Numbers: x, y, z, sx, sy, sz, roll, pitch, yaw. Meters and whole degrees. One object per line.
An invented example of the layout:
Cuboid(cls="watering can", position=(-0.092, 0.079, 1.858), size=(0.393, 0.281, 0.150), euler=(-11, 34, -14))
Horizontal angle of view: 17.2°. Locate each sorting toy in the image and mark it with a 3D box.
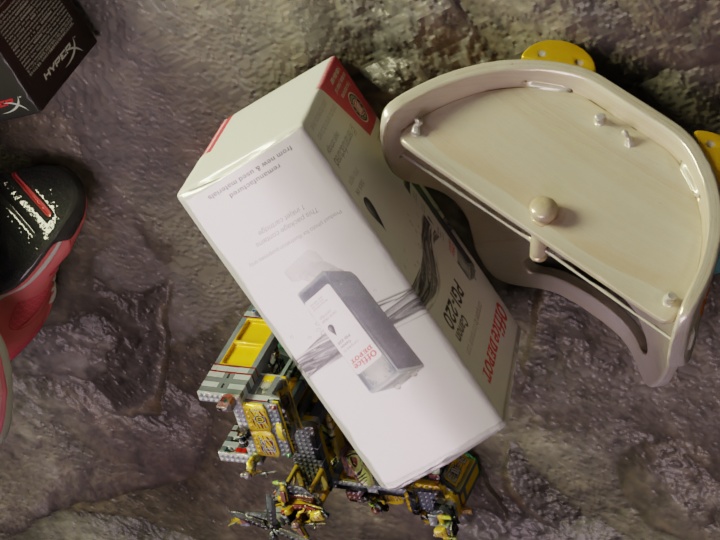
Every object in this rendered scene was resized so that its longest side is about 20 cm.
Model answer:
Cuboid(cls="sorting toy", position=(0.121, -0.014, 1.290), size=(0.200, 0.107, 0.180), euler=(36, 156, 22))

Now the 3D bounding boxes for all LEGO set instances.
Cuboid(cls="LEGO set", position=(-0.015, 0.106, 1.455), size=(0.154, 0.116, 0.200), euler=(11, 134, 19))

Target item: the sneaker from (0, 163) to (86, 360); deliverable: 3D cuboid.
Cuboid(cls="sneaker", position=(-0.227, 0.003, 1.521), size=(0.200, 0.087, 0.074), euler=(-48, 66, 28))

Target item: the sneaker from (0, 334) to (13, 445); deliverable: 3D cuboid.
Cuboid(cls="sneaker", position=(-0.272, 0.024, 1.430), size=(0.075, 0.105, 0.200), euler=(-10, 94, 17))

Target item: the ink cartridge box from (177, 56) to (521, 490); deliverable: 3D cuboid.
Cuboid(cls="ink cartridge box", position=(0.000, 0.000, 1.298), size=(0.085, 0.146, 0.200), euler=(-29, 104, 16))

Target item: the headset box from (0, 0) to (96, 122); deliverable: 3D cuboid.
Cuboid(cls="headset box", position=(-0.270, -0.176, 1.362), size=(0.149, 0.075, 0.200), euler=(-9, 125, 35))
